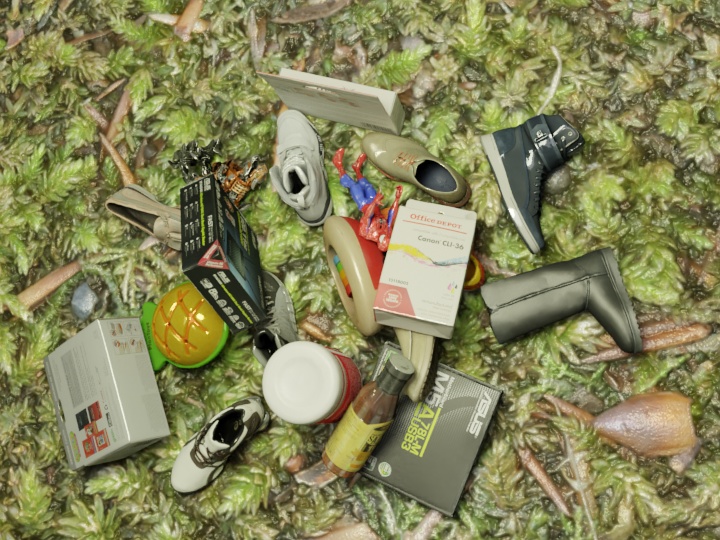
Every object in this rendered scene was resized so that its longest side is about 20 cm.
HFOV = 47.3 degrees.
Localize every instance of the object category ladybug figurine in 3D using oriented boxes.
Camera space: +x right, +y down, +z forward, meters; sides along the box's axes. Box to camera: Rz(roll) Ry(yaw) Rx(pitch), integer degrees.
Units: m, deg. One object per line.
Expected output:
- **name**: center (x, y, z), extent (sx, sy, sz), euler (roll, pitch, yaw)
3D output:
- **ladybug figurine**: center (0.000, 0.000, 1.253), extent (0.071, 0.136, 0.202), euler (-17, 72, -14)

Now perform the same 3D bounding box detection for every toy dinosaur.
- **toy dinosaur**: center (-0.249, -0.142, 1.353), extent (0.199, 0.102, 0.137), euler (-27, 90, 3)

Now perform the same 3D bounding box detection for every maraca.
- **maraca**: center (-0.286, 0.091, 1.316), extent (0.199, 0.107, 0.139), euler (-17, 75, 29)

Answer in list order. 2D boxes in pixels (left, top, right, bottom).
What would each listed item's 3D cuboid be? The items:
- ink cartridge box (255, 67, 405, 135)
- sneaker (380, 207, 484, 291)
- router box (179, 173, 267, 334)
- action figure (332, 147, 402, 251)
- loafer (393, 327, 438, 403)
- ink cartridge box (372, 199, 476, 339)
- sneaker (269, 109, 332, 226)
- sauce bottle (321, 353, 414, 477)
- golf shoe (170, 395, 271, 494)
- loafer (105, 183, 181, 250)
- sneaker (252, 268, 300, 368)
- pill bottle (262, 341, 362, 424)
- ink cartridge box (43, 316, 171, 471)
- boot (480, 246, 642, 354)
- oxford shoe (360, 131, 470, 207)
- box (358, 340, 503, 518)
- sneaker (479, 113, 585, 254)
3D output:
- **ink cartridge box**: center (-0.041, -0.276, 1.280), extent (0.198, 0.176, 0.045), euler (15, 84, 15)
- **sneaker**: center (0.107, -0.042, 1.257), extent (0.199, 0.077, 0.073), euler (32, 88, 17)
- **router box**: center (-0.209, -0.027, 1.247), extent (0.062, 0.150, 0.201), euler (-23, 43, 8)
- **action figure**: center (0.020, -0.121, 1.230), extent (0.099, 0.065, 0.201), euler (-54, 42, 39)
- **loafer**: center (0.080, 0.097, 1.206), extent (0.068, 0.076, 0.202), euler (3, 61, 14)
- **ink cartridge box**: center (0.096, -0.017, 1.171), extent (0.115, 0.068, 0.202), euler (12, 69, 8)
- **sneaker**: center (-0.100, -0.177, 1.308), extent (0.074, 0.115, 0.202), euler (-17, 77, 9)
- **sauce bottle**: center (0.012, 0.205, 1.158), extent (0.066, 0.066, 0.201), euler (39, 119, 16)
- **golf shoe**: center (-0.233, 0.269, 1.276), extent (0.200, 0.094, 0.078), euler (-46, 75, 4)
- **loafer**: center (-0.336, -0.077, 1.364), extent (0.199, 0.063, 0.072), euler (28, 128, 21)
- **sneaker**: center (-0.142, 0.079, 1.274), extent (0.075, 0.115, 0.201), euler (-27, 76, 7)
- **pill bottle**: center (-0.060, 0.167, 1.196), extent (0.111, 0.200, 0.114), euler (-2, 79, 13)
- **ink cartridge box**: center (-0.412, 0.199, 1.321), extent (0.175, 0.084, 0.202), euler (-28, 74, 34)
- **boot**: center (0.289, 0.068, 1.199), extent (0.198, 0.066, 0.166), euler (-17, 69, 7)
- **oxford shoe**: center (0.082, -0.169, 1.285), extent (0.199, 0.074, 0.071), euler (28, 90, 17)
- **box**: center (0.089, 0.233, 1.229), extent (0.192, 0.047, 0.202), euler (22, 86, 19)
- **sneaker**: center (0.278, -0.138, 1.232), extent (0.145, 0.077, 0.204), euler (-20, 75, 12)
